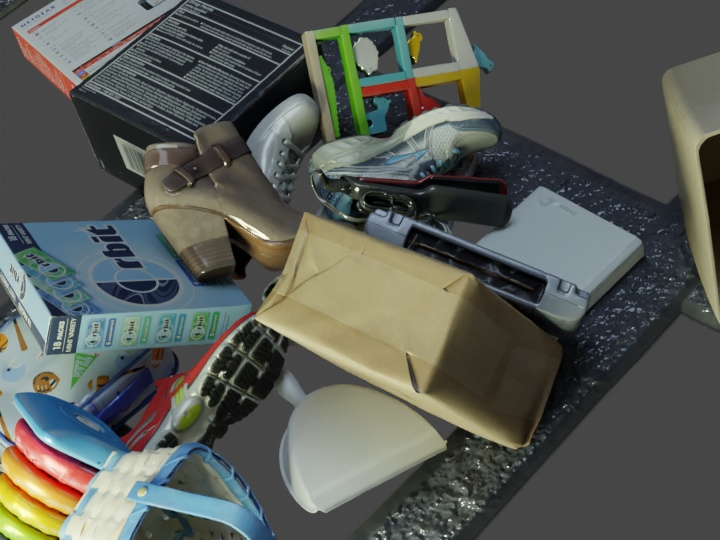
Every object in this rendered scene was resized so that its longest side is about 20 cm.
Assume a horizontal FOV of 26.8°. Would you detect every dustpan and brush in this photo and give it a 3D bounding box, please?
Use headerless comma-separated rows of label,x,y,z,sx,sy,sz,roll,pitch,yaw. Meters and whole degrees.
dustpan and brush,-0.031,0.133,1.344,0.138,0.058,0.200,-24,51,-23

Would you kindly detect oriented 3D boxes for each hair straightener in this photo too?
hair straightener,0.050,-0.068,1.426,0.197,0.041,0.077,9,29,-13

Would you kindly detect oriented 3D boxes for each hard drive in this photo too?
hard drive,0.152,0.013,1.415,0.200,0.026,0.131,-41,50,-21

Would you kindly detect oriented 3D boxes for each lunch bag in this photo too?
lunch bag,-0.278,0.104,1.420,0.160,0.076,0.200,31,61,33

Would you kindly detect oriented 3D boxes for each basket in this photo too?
basket,-0.126,0.221,1.194,0.198,0.177,0.140,13,55,38

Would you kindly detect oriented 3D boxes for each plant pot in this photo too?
plant pot,0.371,-0.105,1.358,0.198,0.201,0.178,-18,34,-1

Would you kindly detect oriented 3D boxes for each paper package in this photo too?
paper package,0.044,0.053,1.272,0.189,0.200,0.104,21,83,34

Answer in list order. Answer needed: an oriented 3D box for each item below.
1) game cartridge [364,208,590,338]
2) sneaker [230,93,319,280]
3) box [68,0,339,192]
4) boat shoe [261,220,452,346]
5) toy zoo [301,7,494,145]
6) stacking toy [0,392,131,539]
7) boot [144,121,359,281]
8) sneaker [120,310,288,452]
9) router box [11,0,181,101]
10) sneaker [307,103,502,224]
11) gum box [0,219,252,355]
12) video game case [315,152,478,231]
game cartridge,0.101,0.006,1.312,0.198,0.133,0.042,22,79,10
sneaker,-0.087,-0.078,1.514,0.084,0.073,0.201,33,91,34
box,-0.162,-0.173,1.611,0.199,0.124,0.198,28,60,34
boat shoe,0.000,0.000,1.419,0.199,0.064,0.071,-30,47,-13
toy zoo,0.047,-0.196,1.565,0.198,0.020,0.133,-11,88,-16
stacking toy,-0.282,0.215,1.290,0.201,0.116,0.110,-60,33,0
boot,-0.107,-0.073,1.444,0.198,0.070,0.148,-10,69,-29
sneaker,-0.149,0.107,1.365,0.200,0.077,0.085,-48,41,-12
router box,-0.288,-0.288,1.809,0.199,0.049,0.179,-35,48,-17
sneaker,0.051,-0.096,1.503,0.198,0.078,0.087,-19,63,2
gum box,-0.225,0.011,1.409,0.198,0.045,0.170,-3,32,-32
video game case,0.024,-0.052,1.518,0.142,0.018,0.201,7,50,21
